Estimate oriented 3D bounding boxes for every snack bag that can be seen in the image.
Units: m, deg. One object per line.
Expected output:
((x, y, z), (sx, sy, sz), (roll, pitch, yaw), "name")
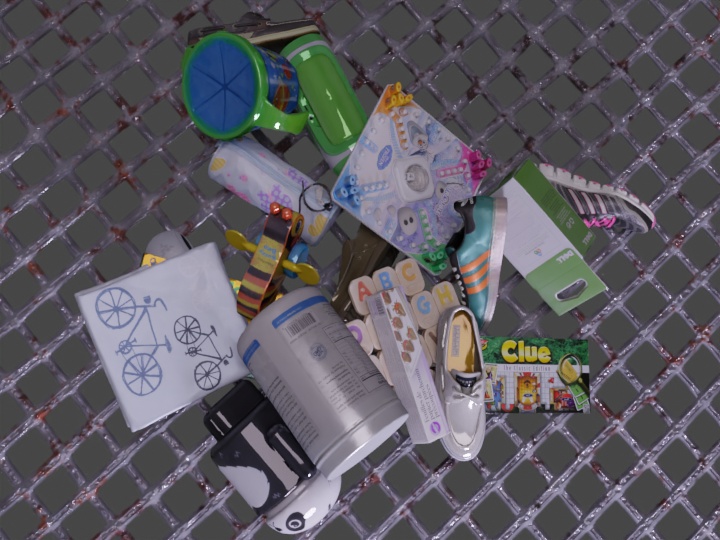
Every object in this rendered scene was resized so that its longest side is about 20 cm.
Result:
((-0.241, 0.077, 1.060), (0.197, 0.021, 0.191), (-24, 89, -15), "snack bag")

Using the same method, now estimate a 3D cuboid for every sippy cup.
((-0.154, -0.251, 1.130), (0.138, 0.130, 0.181), (-23, 88, 30), "sippy cup")

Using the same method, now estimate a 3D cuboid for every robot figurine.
((-0.115, 0.242, 1.061), (0.124, 0.150, 0.201), (-41, 89, 8), "robot figurine")

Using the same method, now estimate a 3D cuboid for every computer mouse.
((-0.243, 0.034, 1.155), (0.108, 0.044, 0.202), (-30, 83, -7), "computer mouse")

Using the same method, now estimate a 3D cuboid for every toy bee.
((-0.110, -0.039, 1.043), (0.128, 0.109, 0.204), (3, 73, 7), "toy bee")

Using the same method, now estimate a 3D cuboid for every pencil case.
((-0.119, -0.117, 1.164), (0.198, 0.091, 0.084), (33, 84, 3), "pencil case")

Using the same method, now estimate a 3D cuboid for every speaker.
((-0.044, -0.236, 1.192), (0.087, 0.089, 0.203), (-27, 83, -7), "speaker")

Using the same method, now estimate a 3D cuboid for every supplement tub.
((-0.048, 0.134, 1.002), (0.131, 0.132, 0.201), (-35, 75, -8), "supplement tub")

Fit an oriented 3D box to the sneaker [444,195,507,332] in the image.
((0.154, -0.010, 1.141), (0.078, 0.072, 0.204), (5, 115, 4), "sneaker")

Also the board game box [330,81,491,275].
((0.079, -0.130, 1.158), (0.199, 0.026, 0.202), (35, 67, -19), "board game box")

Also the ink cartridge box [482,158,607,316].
((0.256, -0.045, 1.154), (0.200, 0.104, 0.059), (48, 48, -3), "ink cartridge box")

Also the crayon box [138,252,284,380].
((-0.211, 0.064, 1.107), (0.196, 0.058, 0.121), (16, 81, -7), "crayon box")

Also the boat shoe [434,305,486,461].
((0.133, 0.145, 1.075), (0.069, 0.070, 0.205), (2, 82, -2), "boat shoe")

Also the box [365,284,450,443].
((0.060, 0.121, 1.066), (0.038, 0.041, 0.204), (-17, 87, -33), "box")

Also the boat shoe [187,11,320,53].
((-0.160, -0.348, 1.211), (0.197, 0.072, 0.067), (-15, 86, -1), "boat shoe")

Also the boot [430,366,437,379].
((-0.004, 0.119, 1.150), (0.185, 0.064, 0.201), (-31, 75, -18), "boot")

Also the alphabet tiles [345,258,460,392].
((0.065, 0.090, 1.108), (0.197, 0.015, 0.199), (-20, 87, -32), "alphabet tiles")

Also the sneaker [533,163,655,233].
((0.324, -0.082, 1.194), (0.197, 0.074, 0.089), (21, 79, 5), "sneaker")

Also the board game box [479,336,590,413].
((0.230, 0.146, 1.150), (0.196, 0.023, 0.107), (2, 80, -17), "board game box")

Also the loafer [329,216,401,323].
((0.000, 0.000, 1.157), (0.066, 0.077, 0.202), (16, 59, 25), "loafer")
